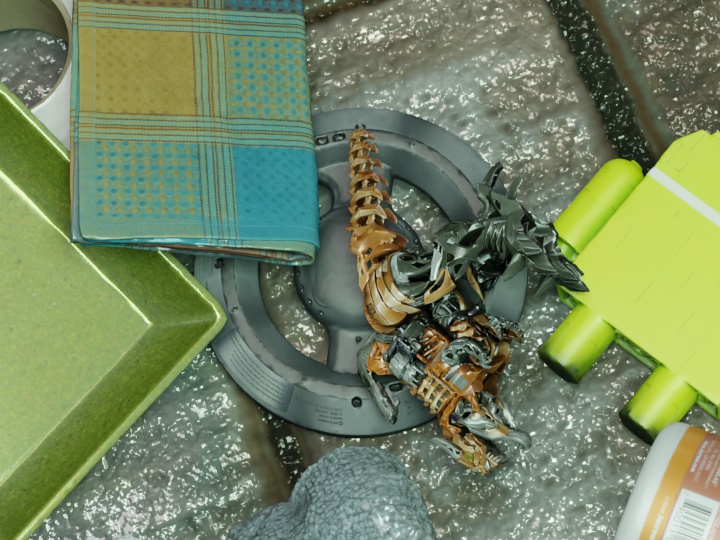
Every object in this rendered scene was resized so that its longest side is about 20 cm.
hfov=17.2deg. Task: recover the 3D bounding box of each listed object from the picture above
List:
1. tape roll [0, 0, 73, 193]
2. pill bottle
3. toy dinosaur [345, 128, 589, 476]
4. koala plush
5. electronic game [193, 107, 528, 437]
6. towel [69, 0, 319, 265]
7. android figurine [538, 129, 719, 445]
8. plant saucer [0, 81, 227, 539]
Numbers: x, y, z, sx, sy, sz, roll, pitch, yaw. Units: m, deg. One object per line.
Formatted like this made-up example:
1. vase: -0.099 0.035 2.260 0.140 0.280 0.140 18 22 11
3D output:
1. tape roll: -0.222 -0.121 1.475 0.201 0.071 0.203 -2 67 5
2. pill bottle: 0.239 0.166 1.279 0.199 0.112 0.113 21 71 14
3. toy dinosaur: 0.046 0.011 1.342 0.135 0.102 0.200 -31 97 13
4. koala plush: -0.056 0.190 1.240 0.199 0.184 0.178 -13 51 -7
5. electronic game: 0.000 0.000 1.413 0.199 0.042 0.201 -1 75 3
6. towel: -0.099 -0.094 1.399 0.146 0.022 0.201 4 57 -14
7. android figurine: 0.200 0.001 1.389 0.182 0.041 0.200 36 78 20
8. plant saucer: -0.214 0.029 1.365 0.200 0.048 0.200 46 70 -8
